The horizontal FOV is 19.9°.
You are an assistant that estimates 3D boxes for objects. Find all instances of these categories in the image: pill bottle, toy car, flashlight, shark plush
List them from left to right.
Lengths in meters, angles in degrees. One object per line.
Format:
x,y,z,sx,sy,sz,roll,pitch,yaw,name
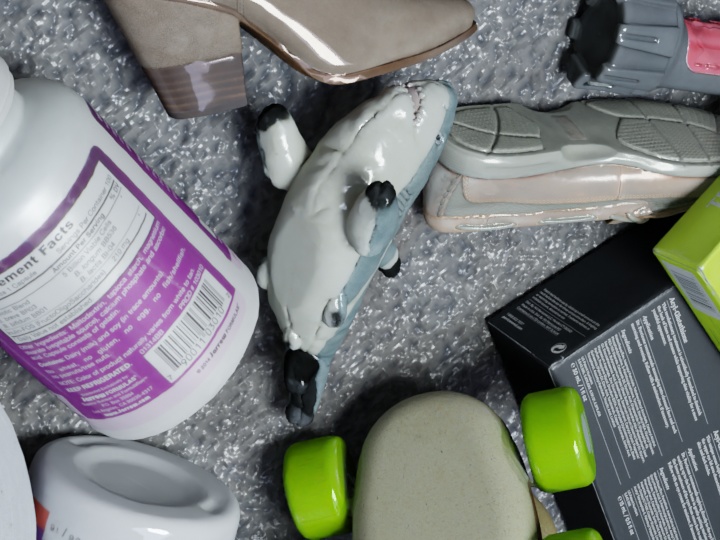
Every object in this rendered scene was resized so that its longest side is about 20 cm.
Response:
-0.147,-0.018,0.967,0.112,0.112,0.200,-46,124,-5,pill bottle
-0.140,0.197,1.058,0.111,0.111,0.201,10,104,-31,pill bottle
0.000,0.000,1.057,0.083,0.091,0.202,-19,123,-45,shark plush
0.066,0.172,1.148,0.163,0.159,0.200,-12,149,12,toy car
0.214,-0.127,1.149,0.199,0.068,0.068,5,81,-29,flashlight

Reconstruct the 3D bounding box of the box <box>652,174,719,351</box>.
0.263,-0.039,1.136,0.200,0.048,0.122,-46,125,-10,box

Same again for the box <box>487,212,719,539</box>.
0.177,0.084,1.206,0.141,0.079,0.201,-30,121,-13,box

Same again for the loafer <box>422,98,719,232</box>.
0.125,-0.054,1.136,0.198,0.072,0.063,-1,127,-22,loafer

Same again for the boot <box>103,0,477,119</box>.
-0.037,-0.163,0.998,0.199,0.070,0.147,-19,111,-27,boot

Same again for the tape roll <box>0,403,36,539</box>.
-0.241,0.121,0.936,0.200,0.066,0.202,19,67,-51,tape roll
